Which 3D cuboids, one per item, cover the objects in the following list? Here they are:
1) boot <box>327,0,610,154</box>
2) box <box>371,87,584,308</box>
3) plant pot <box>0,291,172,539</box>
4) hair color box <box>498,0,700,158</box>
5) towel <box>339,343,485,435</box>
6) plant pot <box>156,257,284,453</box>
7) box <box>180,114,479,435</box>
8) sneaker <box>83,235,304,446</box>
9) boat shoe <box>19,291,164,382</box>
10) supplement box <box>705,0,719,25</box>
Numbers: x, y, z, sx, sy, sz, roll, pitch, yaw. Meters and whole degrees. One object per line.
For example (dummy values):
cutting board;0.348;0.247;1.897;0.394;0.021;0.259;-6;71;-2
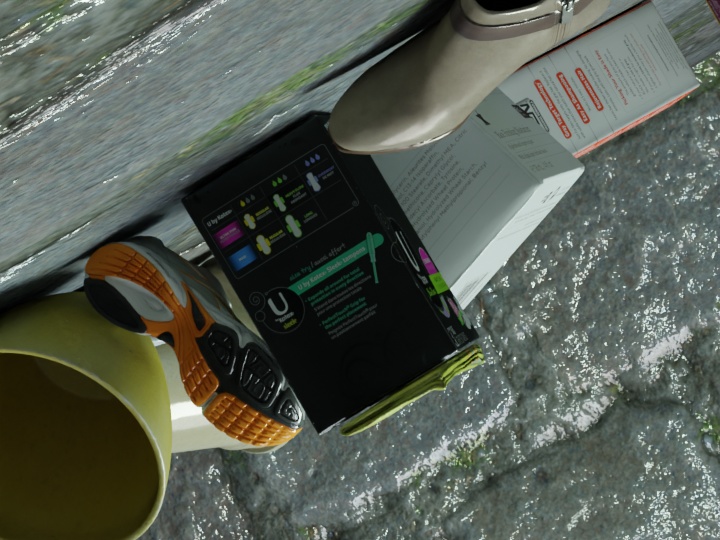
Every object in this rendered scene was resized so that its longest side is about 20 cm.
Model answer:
boot;0.070;-0.149;1.293;0.200;0.070;0.146;-31;171;-9
box;0.064;-0.051;1.713;0.200;0.131;0.199;-50;172;16
plant pot;-0.225;0.097;1.544;0.200;0.200;0.142;-32;-158;31
hair color box;0.221;-0.173;1.979;0.200;0.102;0.061;-28;177;-23
towel;0.042;0.090;1.501;0.086;0.018;0.200;-33;177;11
plant pot;-0.183;0.098;1.948;0.183;0.201;0.200;-13;167;-40
box;-0.019;0.000;1.508;0.124;0.200;0.149;-32;177;9
sneaker;-0.110;0.043;1.517;0.076;0.200;0.092;-44;-179;23
boat shoe;-0.220;0.051;1.697;0.200;0.072;0.066;-27;-179;-35
supplement box;0.390;-0.277;1.865;0.131;0.103;0.200;-30;177;4
